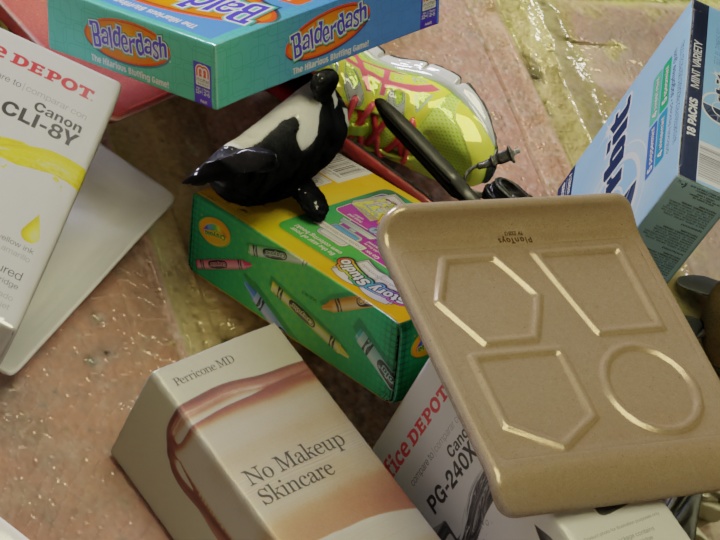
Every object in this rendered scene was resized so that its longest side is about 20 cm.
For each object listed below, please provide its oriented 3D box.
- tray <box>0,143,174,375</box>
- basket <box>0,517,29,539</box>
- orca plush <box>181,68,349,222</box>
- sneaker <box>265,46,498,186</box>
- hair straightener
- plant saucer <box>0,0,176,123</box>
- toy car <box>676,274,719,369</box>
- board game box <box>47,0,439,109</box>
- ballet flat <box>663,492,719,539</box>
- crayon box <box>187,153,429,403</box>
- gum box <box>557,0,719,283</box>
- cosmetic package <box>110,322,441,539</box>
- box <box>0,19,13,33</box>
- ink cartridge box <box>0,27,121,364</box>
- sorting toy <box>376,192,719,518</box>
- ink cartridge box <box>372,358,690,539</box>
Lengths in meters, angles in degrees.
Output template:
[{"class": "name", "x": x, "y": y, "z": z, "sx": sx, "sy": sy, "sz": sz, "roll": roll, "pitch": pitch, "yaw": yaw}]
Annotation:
[{"class": "tray", "x": -0.207, "y": -0.017, "z": 1.625, "sx": 0.107, "sy": 0.022, "sz": 0.200, "roll": 34, "pitch": 45, "yaw": 5}, {"class": "basket", "x": -0.219, "y": 0.207, "z": 1.344, "sx": 0.200, "sy": 0.136, "sz": 0.123, "roll": 36, "pitch": 47, "yaw": 6}, {"class": "orca plush", "x": -0.037, "y": -0.066, "z": 1.612, "sx": 0.071, "sy": 0.105, "sz": 0.200, "roll": 48, "pitch": 7, "yaw": 0}, {"class": "sneaker", "x": 0.000, "y": -0.107, "z": 1.777, "sx": 0.200, "sy": 0.078, "sz": 0.090, "roll": 32, "pitch": 44, "yaw": 17}, {"class": "hair straightener", "x": 0.080, "y": -0.051, "z": 1.692, "sx": 0.200, "sy": 0.041, "sz": 0.077, "roll": 38, "pitch": 81, "yaw": 24}, {"class": "plant saucer", "x": -0.160, "y": -0.184, "z": 1.720, "sx": 0.200, "sy": 0.037, "sz": 0.200, "roll": 46, "pitch": 46, "yaw": 16}, {"class": "toy car", "x": 0.281, "y": 0.056, "z": 1.762, "sx": 0.200, "sy": 0.158, "sz": 0.164, "roll": 17, "pitch": 34, "yaw": 28}, {"class": "board game box", "x": -0.072, "y": -0.166, "z": 1.645, "sx": 0.152, "sy": 0.045, "sz": 0.200, "roll": 22, "pitch": 34, "yaw": 37}, {"class": "ballet flat", "x": 0.196, "y": 0.157, "z": 1.654, "sx": 0.068, "sy": 0.068, "sz": 0.200, "roll": 28, "pitch": 54, "yaw": -16}, {"class": "crayon box", "x": 0.000, "y": 0.000, "z": 1.636, "sx": 0.119, "sy": 0.058, "sz": 0.200, "roll": -19, "pitch": 37, "yaw": -37}, {"class": "gum box", "x": 0.183, "y": -0.050, "z": 1.725, "sx": 0.045, "sy": 0.200, "sz": 0.170, "roll": 22, "pitch": 45, "yaw": -12}, {"class": "cosmetic package", "x": -0.041, "y": 0.141, "z": 1.524, "sx": 0.103, "sy": 0.087, "sz": 0.200, "roll": -24, "pitch": 65, "yaw": -38}, {"class": "box", "x": -0.277, "y": -0.188, "z": 1.721, "sx": 0.161, "sy": 0.049, "sz": 0.200, "roll": -9, "pitch": 57, "yaw": -30}, {"class": "ink cartridge box", "x": -0.244, "y": -0.050, "z": 1.547, "sx": 0.145, "sy": 0.083, "sz": 0.200, "roll": 25, "pitch": 51, "yaw": -8}, {"class": "sorting toy", "x": 0.116, "y": 0.048, "z": 1.521, "sx": 0.185, "sy": 0.036, "sz": 0.200, "roll": -4, "pitch": 58, "yaw": -31}, {"class": "ink cartridge box", "x": 0.097, "y": 0.150, "z": 1.544, "sx": 0.083, "sy": 0.145, "sz": 0.200, "roll": -16, "pitch": 60, "yaw": -36}]
